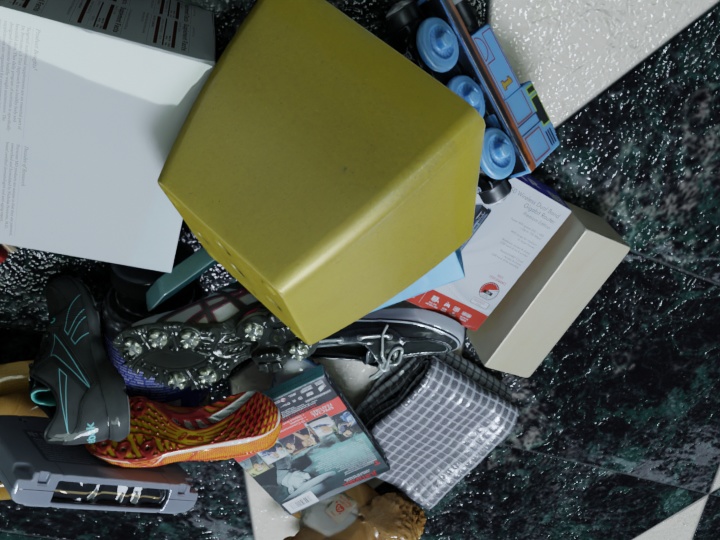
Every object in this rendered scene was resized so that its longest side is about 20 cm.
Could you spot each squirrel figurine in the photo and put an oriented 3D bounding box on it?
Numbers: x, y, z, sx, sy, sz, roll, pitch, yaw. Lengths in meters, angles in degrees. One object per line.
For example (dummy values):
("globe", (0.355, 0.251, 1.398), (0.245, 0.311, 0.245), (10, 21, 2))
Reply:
("squirrel figurine", (-0.009, 0.360, 0.988), (0.196, 0.143, 0.188), (0, 138, 1))

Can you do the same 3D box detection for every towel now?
("towel", (0.082, 0.199, 0.939), (0.164, 0.086, 0.201), (29, 113, -26))

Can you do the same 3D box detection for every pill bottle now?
("pill bottle", (-0.213, 0.073, 0.777), (0.110, 0.112, 0.203), (0, 124, -12))

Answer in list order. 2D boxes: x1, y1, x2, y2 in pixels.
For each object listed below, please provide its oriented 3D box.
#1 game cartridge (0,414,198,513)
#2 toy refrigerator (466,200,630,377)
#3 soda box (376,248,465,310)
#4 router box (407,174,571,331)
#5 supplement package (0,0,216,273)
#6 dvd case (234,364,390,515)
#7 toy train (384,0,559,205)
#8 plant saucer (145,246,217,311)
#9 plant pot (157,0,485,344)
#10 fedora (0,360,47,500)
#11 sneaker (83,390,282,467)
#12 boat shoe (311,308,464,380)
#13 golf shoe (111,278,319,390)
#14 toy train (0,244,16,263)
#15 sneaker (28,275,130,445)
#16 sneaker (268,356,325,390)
("game cartridge", (-0.275, 0.194, 0.744), (0.199, 0.133, 0.041), (24, 94, -46))
("toy refrigerator", (0.212, 0.023, 0.861), (0.075, 0.070, 0.201), (16, 120, -29))
("soda box", (0.000, 0.000, 0.738), (0.197, 0.064, 0.069), (-21, 112, 14))
("router box", (0.095, -0.046, 0.800), (0.198, 0.049, 0.181), (23, 116, -24))
("supplement package", (-0.236, -0.131, 0.614), (0.197, 0.148, 0.193), (11, 120, -18))
("dvd case", (-0.065, 0.201, 0.848), (0.144, 0.022, 0.201), (-26, 129, 6))
("toy train", (0.097, -0.162, 0.679), (0.114, 0.086, 0.202), (-41, 106, -33))
("plant saucer", (-0.119, -0.031, 0.701), (0.200, 0.070, 0.019), (-41, 95, -30))
("plant pot", (-0.039, -0.064, 0.585), (0.176, 0.199, 0.200), (-46, 161, -12))
("fedora", (-0.378, 0.158, 0.806), (0.198, 0.082, 0.203), (-16, 129, -21))
("sneaker", (-0.177, 0.169, 0.741), (0.196, 0.074, 0.078), (0, 145, -4))
("boat shoe", (0.020, 0.082, 0.833), (0.196, 0.069, 0.074), (9, 148, -7))
("golf shoe", (-0.130, 0.054, 0.691), (0.196, 0.089, 0.078), (-9, 125, 9))
("toy train", (-0.367, -0.021, 0.722), (0.198, 0.046, 0.034), (-27, 125, 6))
("sneaker", (-0.285, 0.082, 0.715), (0.078, 0.201, 0.076), (-12, 138, -29))
("sneaker", (-0.086, 0.167, 0.861), (0.071, 0.073, 0.201), (21, 136, -1))
